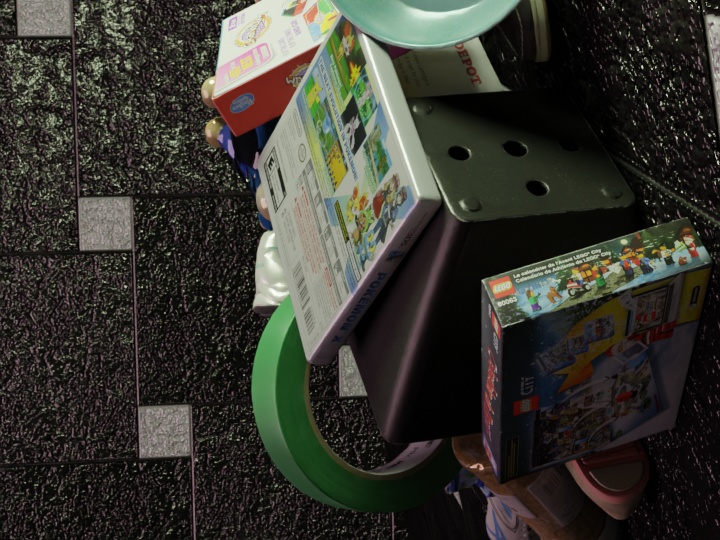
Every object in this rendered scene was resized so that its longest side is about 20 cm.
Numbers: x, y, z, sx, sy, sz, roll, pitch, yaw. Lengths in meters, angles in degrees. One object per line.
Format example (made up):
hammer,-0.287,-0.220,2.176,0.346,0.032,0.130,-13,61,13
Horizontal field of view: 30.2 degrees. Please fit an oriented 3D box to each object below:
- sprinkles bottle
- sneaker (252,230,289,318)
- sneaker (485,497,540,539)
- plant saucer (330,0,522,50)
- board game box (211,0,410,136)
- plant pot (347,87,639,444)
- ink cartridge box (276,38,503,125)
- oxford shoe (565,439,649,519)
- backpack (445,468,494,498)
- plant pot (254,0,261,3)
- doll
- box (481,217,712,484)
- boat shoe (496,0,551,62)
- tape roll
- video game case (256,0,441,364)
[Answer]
sprinkles bottle,0.150,0.180,1.127,0.200,0.068,0.069,47,-166,-42
sneaker,0.000,0.000,1.166,0.070,0.198,0.081,-24,66,58
sneaker,0.176,0.259,1.460,0.072,0.072,0.201,30,151,41
plant saucer,0.051,-0.254,0.917,0.036,0.198,0.203,-16,-89,-59
board game box,-0.025,-0.203,1.102,0.041,0.198,0.154,57,-163,-31
plant pot,0.095,-0.018,0.969,0.179,0.197,0.201,100,158,-43
ink cartridge box,0.018,-0.142,1.234,0.147,0.197,0.148,81,170,-56
oxford shoe,0.173,0.115,1.102,0.074,0.070,0.202,78,173,-55
backpack,0.118,0.114,1.240,0.200,0.145,0.185,104,146,-69
plant pot,-0.029,-0.336,1.278,0.200,0.177,0.203,165,90,-84
doll,-0.091,-0.097,1.170,0.200,0.048,0.138,-126,29,-54
box,0.148,0.058,0.872,0.201,0.135,0.038,83,169,-53
boat shoe,0.089,-0.227,1.014,0.072,0.064,0.202,83,170,-55
tape roll,0.010,0.095,1.092,0.048,0.198,0.203,-9,97,60
video game case,-0.015,-0.066,0.973,0.183,0.022,0.202,-55,39,41
